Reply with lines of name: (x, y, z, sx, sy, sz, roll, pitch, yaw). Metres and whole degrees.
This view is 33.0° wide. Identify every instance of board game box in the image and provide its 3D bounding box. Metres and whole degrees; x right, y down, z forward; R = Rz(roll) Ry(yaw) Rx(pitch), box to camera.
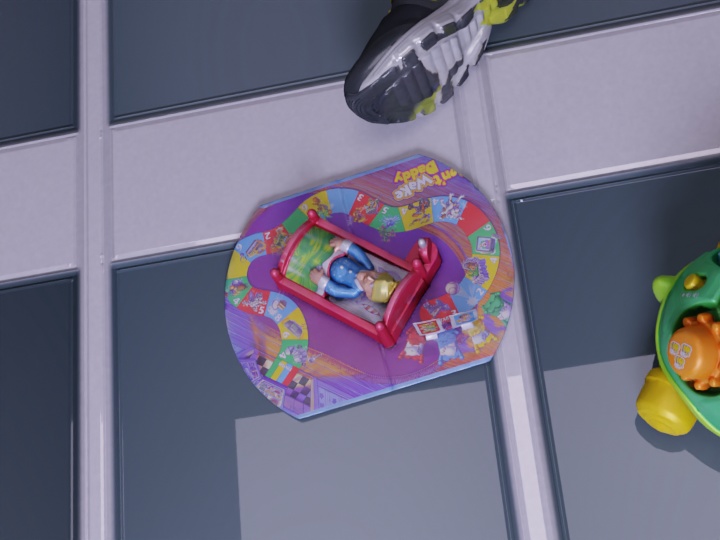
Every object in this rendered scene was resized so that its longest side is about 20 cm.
board game box: (0.000, 0.000, 0.797, 0.198, 0.039, 0.160, -17, 66, 5)

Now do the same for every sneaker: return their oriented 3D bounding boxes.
sneaker: (0.050, -0.183, 0.852, 0.084, 0.075, 0.200, 35, 70, 28)

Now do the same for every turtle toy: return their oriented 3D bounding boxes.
turtle toy: (0.257, 0.047, 0.689, 0.199, 0.101, 0.147, 27, 76, 21)
